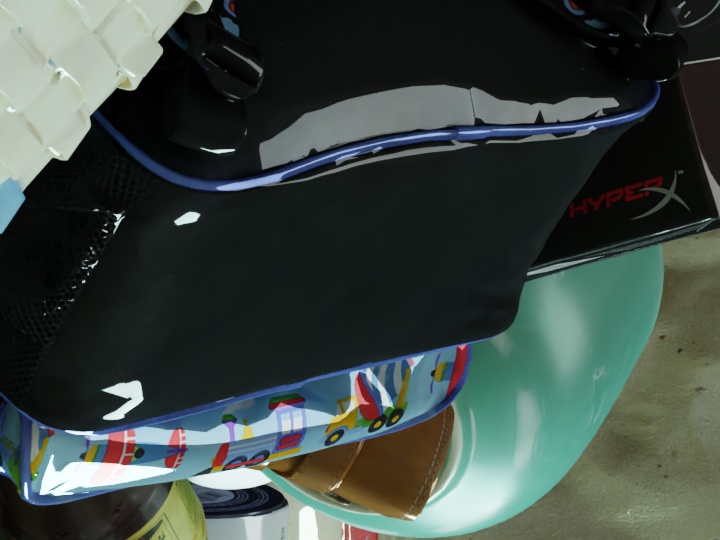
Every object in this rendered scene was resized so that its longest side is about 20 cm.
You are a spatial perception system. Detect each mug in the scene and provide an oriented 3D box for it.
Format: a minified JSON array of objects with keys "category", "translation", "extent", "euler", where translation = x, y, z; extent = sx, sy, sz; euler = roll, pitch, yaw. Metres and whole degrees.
[{"category":"mug","translation":[0.002,0.010,0.831],"extent":[0.114,0.185,0.152],"euler":[-53,165,-49]}]

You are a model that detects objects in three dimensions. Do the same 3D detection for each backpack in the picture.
[{"category":"backpack","translation":[-0.055,-0.064,0.579],"extent":[0.182,0.200,0.135],"euler":[-13,143,-44]}]

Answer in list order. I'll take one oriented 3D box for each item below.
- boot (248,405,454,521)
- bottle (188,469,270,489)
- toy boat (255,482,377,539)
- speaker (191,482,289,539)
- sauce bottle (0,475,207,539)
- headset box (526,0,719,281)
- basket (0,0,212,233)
[{"category":"boot","translation":[-0.048,0.028,0.674],"extent":[0.074,0.155,0.200],"euler":[-54,-179,24]},{"category":"bottle","translation":[-0.052,-0.010,0.951],"extent":[0.065,0.083,0.200],"euler":[53,26,-49]},{"category":"toy boat","translation":[-0.018,0.076,1.094],"extent":[0.131,0.130,0.200],"euler":[-28,139,-29]},{"category":"speaker","translation":[-0.075,0.190,0.996],"extent":[0.081,0.081,0.200],"euler":[-51,146,-81]},{"category":"sauce bottle","translation":[-0.095,0.071,0.813],"extent":[0.200,0.066,0.066],"euler":[73,22,-69]},{"category":"headset box","translation":[0.040,-0.099,0.662],"extent":[0.077,0.149,0.200],"euler":[-10,85,-43]},{"category":"basket","translation":[-0.070,-0.111,0.401],"extent":[0.200,0.139,0.176],"euler":[-55,169,-7]}]
